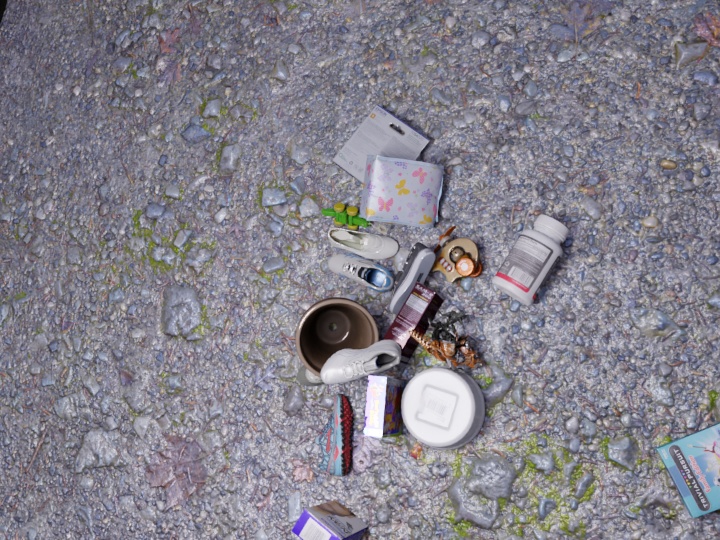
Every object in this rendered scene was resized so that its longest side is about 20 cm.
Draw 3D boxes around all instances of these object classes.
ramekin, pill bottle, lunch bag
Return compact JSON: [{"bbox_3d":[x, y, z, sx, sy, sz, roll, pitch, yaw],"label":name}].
[{"bbox_3d":[0.192,0.326,1.528,0.199,0.098,0.202,-4,76,17],"label":"ramekin"},{"bbox_3d":[0.410,-0.028,1.527,0.110,0.111,0.201,32,89,22],"label":"pill bottle"},{"bbox_3d":[0.108,-0.199,1.642,0.198,0.127,0.171,5,99,-12],"label":"lunch bag"}]

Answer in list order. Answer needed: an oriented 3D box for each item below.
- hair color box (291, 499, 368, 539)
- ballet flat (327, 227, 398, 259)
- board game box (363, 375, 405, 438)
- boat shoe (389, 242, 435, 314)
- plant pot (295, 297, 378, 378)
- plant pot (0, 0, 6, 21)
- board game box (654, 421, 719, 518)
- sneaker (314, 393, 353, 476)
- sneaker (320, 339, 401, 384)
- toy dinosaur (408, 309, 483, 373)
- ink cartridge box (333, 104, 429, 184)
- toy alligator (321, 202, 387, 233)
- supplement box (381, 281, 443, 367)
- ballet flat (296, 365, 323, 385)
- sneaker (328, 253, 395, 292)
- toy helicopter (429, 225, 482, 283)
[{"bbox_3d":[-0.067,0.601,1.497,0.109,0.200,0.065,32,87,22],"label":"hair color box"},{"bbox_3d":[0.000,-0.075,1.700,0.199,0.069,0.070,13,82,20],"label":"ballet flat"},{"bbox_3d":[0.060,0.322,1.518,0.044,0.200,0.136,2,79,17],"label":"board game box"},{"bbox_3d":[0.118,0.017,1.616,0.066,0.070,0.201,50,128,38],"label":"boat shoe"},{"bbox_3d":[-0.065,0.157,1.595,0.199,0.175,0.202,-1,96,-8],"label":"plant pot"},{"bbox_3d":[-1.414,-0.964,2.313,0.199,0.199,0.179,-7,87,17],"label":"plant pot"},{"bbox_3d":[0.754,0.408,1.349,0.199,0.047,0.152,-27,71,11],"label":"board game box"},{"bbox_3d":[-0.074,0.409,1.609,0.095,0.079,0.202,-2,77,20],"label":"sneaker"},{"bbox_3d":[0.002,0.213,1.478,0.199,0.087,0.075,-21,96,-4],"label":"sneaker"},{"bbox_3d":[0.210,0.171,1.526,0.102,0.200,0.137,-22,48,34],"label":"toy dinosaur"},{"bbox_3d":[0.059,-0.320,1.748,0.196,0.043,0.200,39,89,21],"label":"ink cartridge box"},{"bbox_3d":[-0.009,-0.145,1.727,0.199,0.060,0.054,17,43,20],"label":"toy alligator"},{"bbox_3d":[0.124,0.136,1.587,0.061,0.109,0.201,31,88,22],"label":"supplement box"},{"bbox_3d":[-0.082,0.254,1.653,0.199,0.064,0.068,-12,76,16],"label":"ballet flat"},{"bbox_3d":[0.000,0.000,1.680,0.199,0.072,0.072,20,86,23],"label":"sneaker"},{"bbox_3d":[0.203,-0.028,1.620,0.199,0.079,0.133,-19,79,27],"label":"toy helicopter"}]
